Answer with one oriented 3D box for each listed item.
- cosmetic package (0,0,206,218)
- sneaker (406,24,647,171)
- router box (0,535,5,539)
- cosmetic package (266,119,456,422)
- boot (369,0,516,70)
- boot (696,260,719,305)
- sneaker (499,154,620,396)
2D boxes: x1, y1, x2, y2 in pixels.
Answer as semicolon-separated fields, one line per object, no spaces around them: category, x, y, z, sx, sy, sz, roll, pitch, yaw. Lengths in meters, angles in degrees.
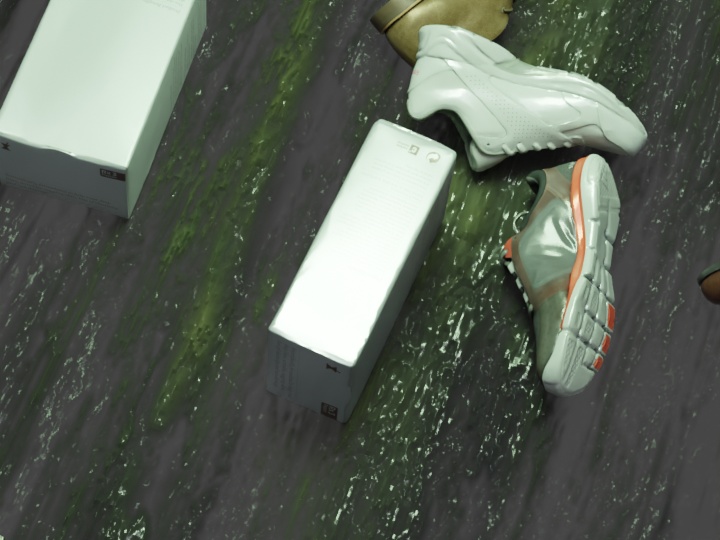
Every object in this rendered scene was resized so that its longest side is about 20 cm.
cosmetic package;-0.200;-0.152;1.638;0.113;0.081;0.200;17;63;5
sneaker;0.126;-0.118;1.657;0.200;0.078;0.100;20;89;-3
router box;-0.340;0.256;1.414;0.200;0.062;0.150;2;60;-3
cosmetic package;0.000;0.000;1.558;0.074;0.102;0.200;23;61;9
boot;0.105;-0.232;1.721;0.200;0.074;0.075;-38;89;-17
boot;0.351;0.083;1.574;0.188;0.068;0.200;4;68;-11
sneaker;0.146;0.007;1.596;0.082;0.077;0.200;-3;57;25
